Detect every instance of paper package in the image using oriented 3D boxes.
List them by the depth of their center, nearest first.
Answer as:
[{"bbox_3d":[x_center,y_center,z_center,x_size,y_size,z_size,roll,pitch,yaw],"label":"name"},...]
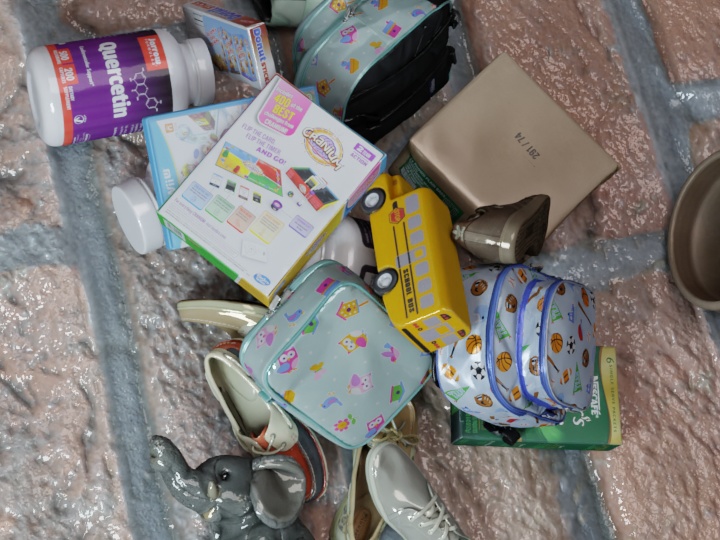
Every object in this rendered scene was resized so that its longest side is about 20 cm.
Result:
[{"bbox_3d":[0.170,-0.122,1.781,0.200,0.103,0.191,45,66,2],"label":"paper package"}]

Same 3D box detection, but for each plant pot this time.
[{"bbox_3d":[0.501,-0.035,1.808,0.174,0.200,0.201,14,68,-28],"label":"plant pot"}]

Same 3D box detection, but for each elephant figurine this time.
[{"bbox_3d":[-0.119,0.249,1.553,0.141,0.155,0.201,-17,85,3],"label":"elephant figurine"}]

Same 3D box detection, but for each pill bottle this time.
[{"bbox_3d":[0.000,0.000,1.658,0.199,0.111,0.112,13,67,-31],"label":"pill bottle"},{"bbox_3d":[-0.171,-0.093,1.674,0.200,0.111,0.111,-25,79,-21],"label":"pill bottle"},{"bbox_3d":[-0.270,-0.210,1.686,0.199,0.112,0.113,-13,75,-18],"label":"pill bottle"}]

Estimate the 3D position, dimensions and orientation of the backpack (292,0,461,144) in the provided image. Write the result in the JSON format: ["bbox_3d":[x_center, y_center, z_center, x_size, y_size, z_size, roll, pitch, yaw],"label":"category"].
[{"bbox_3d":[0.004,-0.238,1.739,0.153,0.176,0.200,31,65,15],"label":"backpack"}]

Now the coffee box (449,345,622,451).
[{"bbox_3d":[0.202,0.144,1.729,0.199,0.044,0.123,5,71,-13],"label":"coffee box"}]

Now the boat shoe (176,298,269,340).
[{"bbox_3d":[-0.108,0.071,1.658,0.199,0.072,0.065,10,90,-4],"label":"boat shoe"}]

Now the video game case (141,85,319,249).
[{"bbox_3d":[-0.128,-0.113,1.621,0.199,0.018,0.144,-14,100,-23],"label":"video game case"}]

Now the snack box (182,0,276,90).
[{"bbox_3d":[-0.150,-0.256,1.685,0.024,0.200,0.072,-20,115,-21],"label":"snack box"}]

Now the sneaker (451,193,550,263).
[{"bbox_3d":[0.156,-0.052,1.619,0.075,0.200,0.071,13,100,16],"label":"sneaker"}]

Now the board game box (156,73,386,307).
[{"bbox_3d":[-0.091,-0.085,1.568,0.153,0.040,0.200,38,77,10],"label":"board game box"}]

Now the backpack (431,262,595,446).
[{"bbox_3d":[0.162,0.078,1.599,0.190,0.154,0.201,14,71,-49],"label":"backpack"}]

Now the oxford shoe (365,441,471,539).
[{"bbox_3d":[0.071,0.268,1.608,0.075,0.058,0.200,-40,108,-37],"label":"oxford shoe"}]

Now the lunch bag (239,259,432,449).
[{"bbox_3d":[-0.028,0.092,1.576,0.160,0.077,0.200,-46,130,2],"label":"lunch bag"}]

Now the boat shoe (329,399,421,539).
[{"bbox_3d":[0.024,0.221,1.644,0.073,0.063,0.201,19,68,-8],"label":"boat shoe"}]

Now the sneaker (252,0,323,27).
[{"bbox_3d":[-0.091,-0.388,1.813,0.118,0.074,0.201,-8,76,-24],"label":"sneaker"}]

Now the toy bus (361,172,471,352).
[{"bbox_3d":[0.057,-0.015,1.556,0.078,0.065,0.201,-24,50,21],"label":"toy bus"}]

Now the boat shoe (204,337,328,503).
[{"bbox_3d":[-0.104,0.166,1.608,0.071,0.063,0.200,-29,90,18],"label":"boat shoe"}]
